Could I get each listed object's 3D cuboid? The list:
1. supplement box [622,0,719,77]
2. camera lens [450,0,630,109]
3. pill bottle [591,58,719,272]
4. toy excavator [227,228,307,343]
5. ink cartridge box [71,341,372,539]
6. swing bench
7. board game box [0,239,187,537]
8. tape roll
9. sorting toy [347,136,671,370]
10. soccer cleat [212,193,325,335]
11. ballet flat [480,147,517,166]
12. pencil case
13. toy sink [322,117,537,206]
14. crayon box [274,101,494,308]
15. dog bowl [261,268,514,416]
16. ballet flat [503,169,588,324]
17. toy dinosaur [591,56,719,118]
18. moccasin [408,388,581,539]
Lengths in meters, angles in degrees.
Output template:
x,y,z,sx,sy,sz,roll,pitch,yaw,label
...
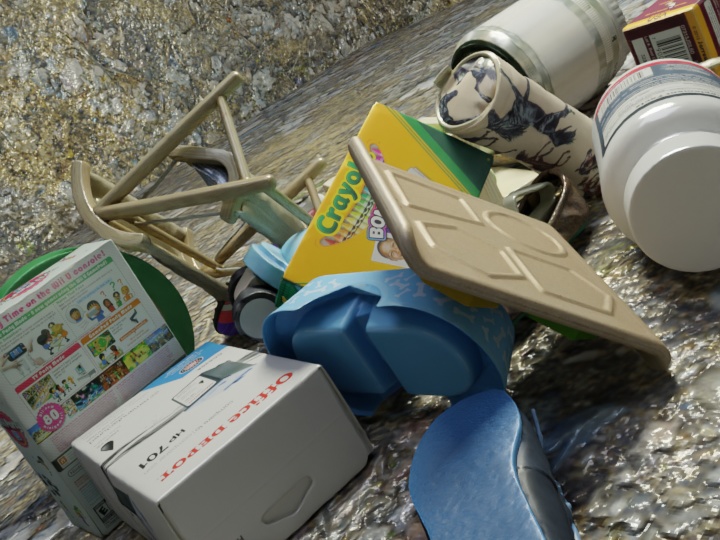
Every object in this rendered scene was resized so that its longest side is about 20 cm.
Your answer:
x,y,z,sx,sy,sz,roll,pitch,yaw,label
0.387,-0.264,0.936,0.200,0.111,0.086,-40,21,-33,supplement box
0.228,-0.268,1.102,0.200,0.160,0.160,-37,20,-24,camera lens
0.239,-0.080,0.642,0.119,0.120,0.200,-22,20,21,pill bottle
0.000,0.000,0.788,0.200,0.194,0.100,-56,17,6,toy excavator
-0.110,0.134,0.640,0.146,0.086,0.200,-38,19,-27,ink cartridge box
-0.142,-0.058,0.851,0.200,0.130,0.199,-26,-25,14,swing bench
-0.227,0.097,0.725,0.064,0.200,0.147,-4,29,50,board game box
-0.265,0.077,0.836,0.200,0.201,0.048,-36,19,-21,tape roll
0.087,-0.010,0.564,0.037,0.200,0.185,-60,22,19,sorting toy
-0.088,0.008,0.961,0.200,0.073,0.068,-49,-20,8,soccer cleat
0.177,-0.159,0.992,0.200,0.067,0.068,11,80,58,ballet flat
0.161,-0.132,0.790,0.089,0.200,0.078,39,107,55,pencil case
0.078,-0.101,0.951,0.200,0.112,0.130,-32,18,-10,toy sink
0.023,-0.035,0.725,0.058,0.118,0.200,114,-178,-62,crayon box
0.020,0.050,0.601,0.200,0.112,0.050,-5,39,43,dog bowl
0.128,-0.023,0.712,0.068,0.067,0.200,-8,27,40,ballet flat
0.297,-0.162,0.871,0.200,0.047,0.088,-22,35,51,toy dinosaur
0.067,0.130,0.417,0.080,0.068,0.200,-32,15,15,moccasin
